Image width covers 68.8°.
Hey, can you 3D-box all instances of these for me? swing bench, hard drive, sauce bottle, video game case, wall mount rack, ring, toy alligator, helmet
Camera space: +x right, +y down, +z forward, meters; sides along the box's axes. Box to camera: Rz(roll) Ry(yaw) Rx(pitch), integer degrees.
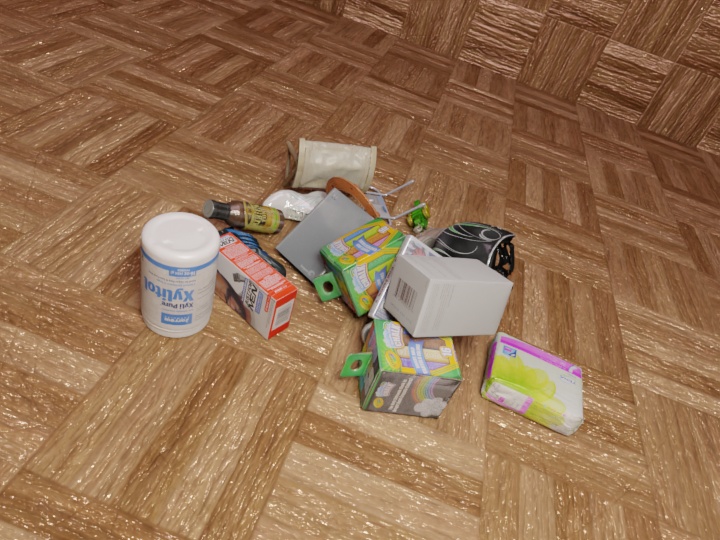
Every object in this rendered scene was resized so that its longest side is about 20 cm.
[{"bbox_3d":[-0.086,-0.268,1.371,0.198,0.131,0.200,2,11,-19],"label":"swing bench"},{"bbox_3d":[-0.079,-0.077,1.199,0.139,0.033,0.200,40,82,24],"label":"hard drive"},{"bbox_3d":[-0.262,-0.123,1.193,0.199,0.065,0.065,4,36,-51],"label":"sauce bottle"},{"bbox_3d":[0.131,0.055,1.074,0.199,0.183,0.023,32,-11,-27],"label":"video game case"},{"bbox_3d":[0.076,-0.200,1.463,0.173,0.075,0.201,4,42,-19],"label":"wall mount rack"},{"bbox_3d":[-0.011,-0.140,1.263,0.019,0.201,0.200,-38,63,-23],"label":"ring"},{"bbox_3d":[0.164,-0.133,1.434,0.054,0.059,0.200,55,21,-24],"label":"toy alligator"},{"bbox_3d":[0.258,-0.024,1.243,0.190,0.201,0.199,14,28,42],"label":"helmet"}]

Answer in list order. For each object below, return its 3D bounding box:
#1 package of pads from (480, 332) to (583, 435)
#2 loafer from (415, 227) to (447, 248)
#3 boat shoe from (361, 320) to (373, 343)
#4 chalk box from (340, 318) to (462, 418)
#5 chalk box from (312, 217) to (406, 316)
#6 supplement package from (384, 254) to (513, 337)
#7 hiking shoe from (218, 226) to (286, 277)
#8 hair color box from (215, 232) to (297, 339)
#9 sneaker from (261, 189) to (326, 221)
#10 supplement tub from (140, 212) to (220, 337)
[{"bbox_3d":[0.354,0.230,1.077,0.199,0.068,0.155,23,38,6],"label":"package of pads"},{"bbox_3d":[0.168,-0.070,1.366,0.063,0.072,0.200,20,28,30],"label":"loafer"},{"bbox_3d":[0.081,0.118,1.104,0.201,0.075,0.065,-16,12,-33],"label":"boat shoe"},{"bbox_3d":[0.064,0.179,0.973,0.199,0.125,0.124,11,39,-12],"label":"chalk box"},{"bbox_3d":[0.000,0.000,1.109,0.199,0.125,0.124,-30,34,-13],"label":"chalk box"},{"bbox_3d":[0.166,0.047,0.998,0.199,0.118,0.117,3,22,-29],"label":"supplement package"},{"bbox_3d":[-0.238,-0.043,1.147,0.199,0.075,0.087,29,40,11],"label":"hiking shoe"},{"bbox_3d":[-0.222,0.029,1.041,0.200,0.111,0.064,38,42,23],"label":"hair color box"},{"bbox_3d":[-0.152,-0.156,1.323,0.199,0.071,0.080,-9,49,-31],"label":"sneaker"},{"bbox_3d":[-0.327,0.009,0.949,0.131,0.201,0.132,11,39,-9],"label":"supplement tub"}]
